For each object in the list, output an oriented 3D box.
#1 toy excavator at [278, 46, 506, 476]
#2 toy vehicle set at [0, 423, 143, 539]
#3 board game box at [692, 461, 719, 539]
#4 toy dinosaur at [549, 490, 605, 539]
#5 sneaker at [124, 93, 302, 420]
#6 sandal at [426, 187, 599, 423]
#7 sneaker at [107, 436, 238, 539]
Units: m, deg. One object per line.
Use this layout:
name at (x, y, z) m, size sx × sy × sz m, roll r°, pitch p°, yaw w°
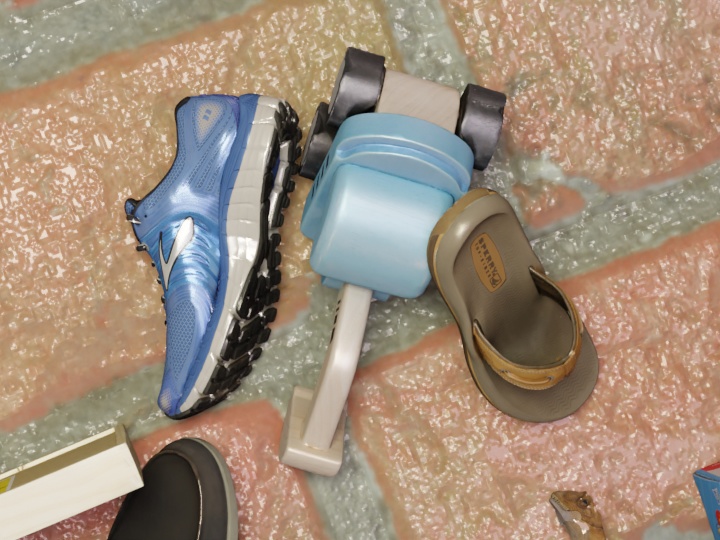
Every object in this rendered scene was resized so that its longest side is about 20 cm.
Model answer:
toy excavator at (0.000, 0.000, 1.134) m, size 0.099 × 0.195 × 0.201 m, roll 17°, pitch 61°, yaw -7°
toy vehicle set at (-0.222, 0.143, 1.103) m, size 0.199 × 0.124 × 0.027 m, roll -22°, pitch 93°, yaw -6°
board game box at (0.336, 0.188, 1.209) m, size 0.199 × 0.056 × 0.197 m, roll -20°, pitch 93°, yaw -7°
toy dinosaur at (0.144, 0.238, 1.184) m, size 0.106 × 0.060 × 0.201 m, roll -16°, pitch 93°, yaw -8°
sneaker at (-0.096, -0.010, 1.151) m, size 0.089 × 0.079 × 0.201 m, roll 13°, pitch 96°, yaw 17°
sandal at (0.099, 0.031, 1.128) m, size 0.080 × 0.054 × 0.200 m, roll -47°, pitch 138°, yaw -15°
sneaker at (-0.141, 0.191, 1.114) m, size 0.074 × 0.106 × 0.201 m, roll 17°, pitch 89°, yaw 35°
